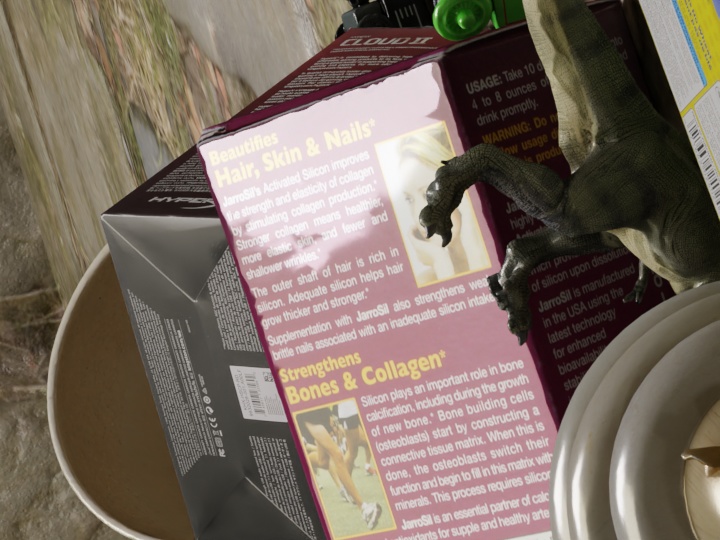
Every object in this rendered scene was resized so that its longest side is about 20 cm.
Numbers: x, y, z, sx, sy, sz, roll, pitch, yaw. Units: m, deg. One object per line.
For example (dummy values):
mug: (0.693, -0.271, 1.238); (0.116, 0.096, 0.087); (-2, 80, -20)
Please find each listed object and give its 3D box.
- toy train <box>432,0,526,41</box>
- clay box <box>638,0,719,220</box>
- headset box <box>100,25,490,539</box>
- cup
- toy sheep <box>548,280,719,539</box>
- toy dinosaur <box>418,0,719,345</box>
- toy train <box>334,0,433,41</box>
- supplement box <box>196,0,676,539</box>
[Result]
toy train: (0.038, -0.164, 0.972); (0.042, 0.056, 0.200); (-114, 11, -47)
clay box: (0.119, -0.088, 0.733); (0.200, 0.047, 0.115); (131, 120, -77)
headset box: (0.000, 0.000, 1.132); (0.075, 0.200, 0.149); (3, 120, 35)
cup: (-0.036, 0.066, 1.421); (0.143, 0.200, 0.201); (42, -162, -55)
toy sheep: (0.116, 0.067, 0.804); (0.200, 0.138, 0.138); (146, 106, -84)
toy dinosaur: (0.069, -0.022, 0.867); (0.200, 0.088, 0.048); (54, -164, -29)
toy train: (-0.006, -0.159, 1.218); (0.034, 0.046, 0.200); (-3, 108, 66)
supplement box: (0.046, 0.022, 0.993); (0.131, 0.103, 0.200); (-15, 94, 46)
